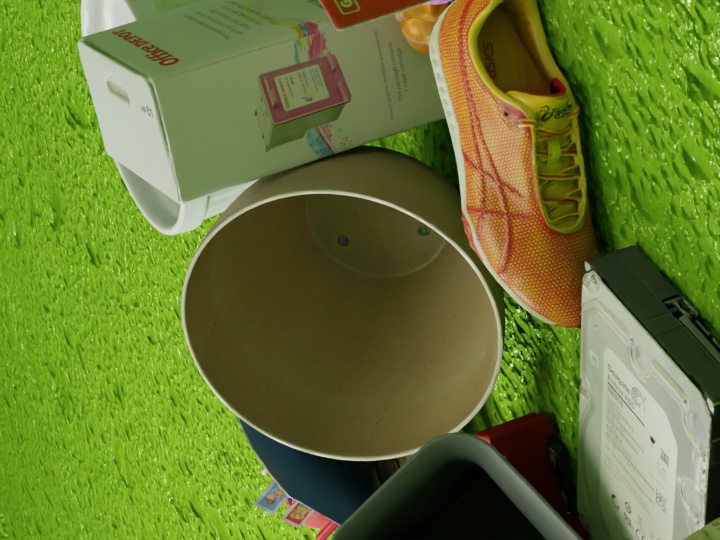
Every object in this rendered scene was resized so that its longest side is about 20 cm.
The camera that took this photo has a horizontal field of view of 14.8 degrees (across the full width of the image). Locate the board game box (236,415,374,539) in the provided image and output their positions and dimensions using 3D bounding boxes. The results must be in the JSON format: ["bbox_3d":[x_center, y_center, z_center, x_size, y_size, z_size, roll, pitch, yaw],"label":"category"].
[{"bbox_3d":[-0.022,0.146,1.907,0.039,0.200,0.158,-47,30,20],"label":"board game box"}]

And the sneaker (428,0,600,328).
[{"bbox_3d":[0.093,-0.063,1.555,0.077,0.073,0.200,-18,93,62],"label":"sneaker"}]

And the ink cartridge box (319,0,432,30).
[{"bbox_3d":[0.028,-0.228,1.421,0.044,0.173,0.200,99,147,-54],"label":"ink cartridge box"}]

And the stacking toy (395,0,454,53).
[{"bbox_3d":[0.033,-0.192,1.583,0.200,0.110,0.116,79,179,-54],"label":"stacking toy"}]

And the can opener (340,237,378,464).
[{"bbox_3d":[-0.007,0.029,1.861,0.063,0.078,0.200,113,164,-84],"label":"can opener"}]

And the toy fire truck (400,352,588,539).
[{"bbox_3d":[0.090,0.142,1.780,0.141,0.049,0.200,175,77,-71],"label":"toy fire truck"}]

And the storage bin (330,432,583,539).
[{"bbox_3d":[0.085,0.206,1.634,0.200,0.146,0.134,47,-174,10],"label":"storage bin"}]

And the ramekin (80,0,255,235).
[{"bbox_3d":[-0.122,-0.135,2.041,0.200,0.105,0.201,163,90,-72],"label":"ramekin"}]

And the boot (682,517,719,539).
[{"bbox_3d":[0.169,0.236,1.472,0.073,0.155,0.200,-147,42,-62],"label":"boot"}]

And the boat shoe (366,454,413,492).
[{"bbox_3d":[0.011,0.101,1.899,0.073,0.065,0.200,45,-166,-48],"label":"boat shoe"}]

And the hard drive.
[{"bbox_3d":[0.168,0.104,1.544,0.140,0.038,0.200,52,152,45],"label":"hard drive"}]

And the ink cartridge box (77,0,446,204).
[{"bbox_3d":[-0.056,-0.121,1.716,0.145,0.200,0.085,-147,43,-63],"label":"ink cartridge box"}]

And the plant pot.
[{"bbox_3d":[0.000,0.000,1.739,0.135,0.200,0.201,-71,-20,-55],"label":"plant pot"}]
